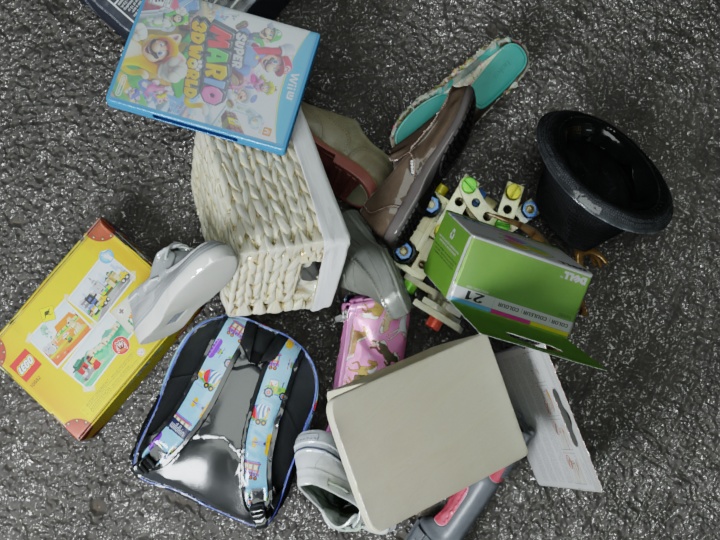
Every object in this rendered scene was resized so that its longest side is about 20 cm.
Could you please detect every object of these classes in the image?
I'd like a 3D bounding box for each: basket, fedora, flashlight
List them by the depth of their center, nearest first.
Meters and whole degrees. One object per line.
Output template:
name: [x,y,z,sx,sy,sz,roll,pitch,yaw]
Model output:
basket: [-0.105,-0.064,1.160,0.121,0.136,0.202,-10,59,-20]
flashlight: [0.115,0.242,1.188,0.067,0.068,0.202,28,106,-13]
fedora: [0.258,-0.089,1.208,0.199,0.201,0.092,33,127,2]

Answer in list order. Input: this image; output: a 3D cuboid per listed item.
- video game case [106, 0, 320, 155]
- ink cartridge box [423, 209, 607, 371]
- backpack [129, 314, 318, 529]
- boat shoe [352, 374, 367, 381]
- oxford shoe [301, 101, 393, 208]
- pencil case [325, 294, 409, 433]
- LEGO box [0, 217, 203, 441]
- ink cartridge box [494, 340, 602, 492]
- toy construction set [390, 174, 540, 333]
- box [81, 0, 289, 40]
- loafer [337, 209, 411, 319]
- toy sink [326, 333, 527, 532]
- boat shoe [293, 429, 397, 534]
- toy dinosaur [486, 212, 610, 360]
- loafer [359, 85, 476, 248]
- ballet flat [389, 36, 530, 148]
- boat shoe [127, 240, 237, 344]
video game case: [-0.155,-0.215,1.140,0.196,0.018,0.146,16,71,1]
ink cartridge box: [0.164,0.018,1.078,0.145,0.200,0.077,17,102,-17]
backpack: [-0.139,0.157,1.181,0.180,0.135,0.203,21,85,2]
boat shoe: [0.075,0.129,1.181,0.198,0.073,0.064,-10,96,-32]
oxford shoe: [-0.045,-0.159,1.259,0.200,0.071,0.075,42,59,5]
pencil case: [0.003,0.130,1.212,0.085,0.083,0.204,8,85,3]
LEGO box: [-0.301,0.068,1.216,0.149,0.077,0.201,41,85,3]
ink cartridge box: [0.211,0.153,1.152,0.049,0.200,0.163,-21,85,-14]
toy construction set: [0.110,-0.026,1.230,0.130,0.092,0.202,31,74,2]
box: [-0.201,-0.338,1.234,0.198,0.123,0.201,41,87,4]
loafer: [0.000,0.000,1.182,0.069,0.200,0.071,-29,121,-5]
toy sink: [0.045,0.161,1.060,0.198,0.112,0.133,-20,89,-31]
boat shoe: [-0.020,0.250,1.154,0.072,0.200,0.068,-14,47,29]
toy dinosaur: [0.225,0.005,1.210,0.105,0.060,0.203,-30,111,-29]
loafer: [0.063,-0.126,1.186,0.070,0.073,0.202,29,82,15]
ballet flat: [0.116,-0.199,1.256,0.199,0.064,0.076,-36,104,-4]
boat shoe: [-0.190,0.009,1.101,0.071,0.200,0.069,-20,77,-33]
